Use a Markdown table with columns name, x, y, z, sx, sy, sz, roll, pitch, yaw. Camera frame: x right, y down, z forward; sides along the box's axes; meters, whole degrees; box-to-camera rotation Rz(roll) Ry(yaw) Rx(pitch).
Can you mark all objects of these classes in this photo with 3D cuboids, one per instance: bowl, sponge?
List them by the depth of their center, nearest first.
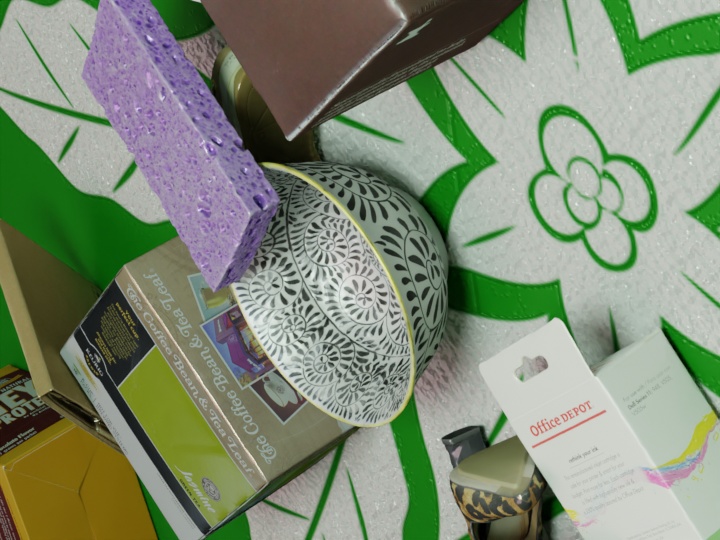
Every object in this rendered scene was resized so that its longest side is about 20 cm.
| name | x | y | z | sx | sy | sz | roll | pitch | yaw |
| --- | --- | --- | --- | --- | --- | --- | --- | --- | --- |
| sponge | -0.130 | -0.095 | 1.334 | 0.201 | 0.030 | 0.112 | 56 | 150 | 15 |
| bowl | 0.000 | 0.000 | 1.336 | 0.200 | 0.094 | 0.202 | 34 | 140 | 35 |

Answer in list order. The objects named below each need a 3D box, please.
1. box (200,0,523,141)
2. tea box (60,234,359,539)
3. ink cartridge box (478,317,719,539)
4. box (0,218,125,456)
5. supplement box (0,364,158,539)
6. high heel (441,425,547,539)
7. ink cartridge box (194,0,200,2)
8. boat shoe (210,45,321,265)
| name | x | y | z | sx | sy | sz | roll | pitch | yaw |
| --- | --- | --- | --- | --- | --- | --- | --- | --- | --- |
| box | -0.004 | -0.218 | 1.102 | 0.201 | 0.165 | 0.164 | 58 | 147 | 4 |
| tea box | -0.114 | 0.085 | 1.524 | 0.201 | 0.133 | 0.197 | 56 | 148 | 5 |
| ink cartridge box | 0.173 | 0.115 | 1.215 | 0.201 | 0.067 | 0.117 | 57 | 149 | 2 |
| box | -0.251 | 0.061 | 1.652 | 0.163 | 0.021 | 0.201 | 42 | -161 | -51 |
| supplement box | -0.329 | 0.227 | 1.932 | 0.199 | 0.132 | 0.198 | 13 | 125 | 49 |
| high heel | 0.111 | 0.188 | 1.320 | 0.200 | 0.071 | 0.143 | -158 | 47 | -82 |
| ink cartridge box | -0.140 | -0.277 | 1.318 | 0.199 | 0.084 | 0.146 | 21 | 132 | 45 |
| boat shoe | -0.067 | -0.076 | 1.402 | 0.066 | 0.074 | 0.201 | 42 | 145 | 49 |
